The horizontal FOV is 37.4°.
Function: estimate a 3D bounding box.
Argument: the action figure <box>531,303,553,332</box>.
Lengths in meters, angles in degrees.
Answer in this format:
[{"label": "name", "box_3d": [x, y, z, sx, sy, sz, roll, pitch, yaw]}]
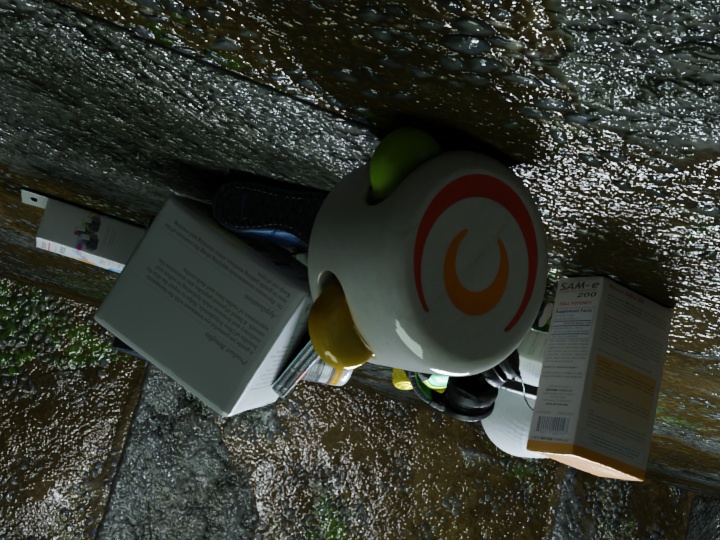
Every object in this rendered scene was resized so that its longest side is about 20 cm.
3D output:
[{"label": "action figure", "box_3d": [0.149, 0.038, 1.338, 0.118, 0.055, 0.200, 22, 174, -38]}]

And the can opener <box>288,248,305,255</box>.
[{"label": "can opener", "box_3d": [-0.041, 0.015, 1.476, 0.063, 0.079, 0.199, -7, 166, 44]}]

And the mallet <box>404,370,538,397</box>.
[{"label": "mallet", "box_3d": [0.156, 0.133, 1.387, 0.199, 0.041, 0.066, 12, -154, 1]}]

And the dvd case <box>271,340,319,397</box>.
[{"label": "dvd case", "box_3d": [-0.017, 0.053, 1.219, 0.022, 0.146, 0.200, 43, 134, 2]}]

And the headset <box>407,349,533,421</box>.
[{"label": "headset", "box_3d": [0.151, 0.135, 1.278, 0.199, 0.124, 0.094, 24, -153, -17]}]

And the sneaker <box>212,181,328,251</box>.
[{"label": "sneaker", "box_3d": [-0.062, -0.054, 1.169, 0.199, 0.066, 0.078, 14, 180, 10]}]

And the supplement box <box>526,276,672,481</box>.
[{"label": "supplement box", "box_3d": [0.269, 0.121, 1.189, 0.126, 0.201, 0.073, 24, 163, -33]}]

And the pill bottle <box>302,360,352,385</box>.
[{"label": "pill bottle", "box_3d": [-0.106, 0.087, 1.472, 0.199, 0.117, 0.116, 12, 170, -12]}]

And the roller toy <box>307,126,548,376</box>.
[{"label": "roller toy", "box_3d": [0.053, -0.005, 0.899, 0.182, 0.201, 0.139, 16, 172, -36]}]

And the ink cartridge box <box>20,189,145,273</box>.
[{"label": "ink cartridge box", "box_3d": [-0.439, -0.056, 1.658, 0.199, 0.068, 0.115, 19, 169, -14]}]

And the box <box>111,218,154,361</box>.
[{"label": "box", "box_3d": [-0.237, 0.052, 1.570, 0.123, 0.198, 0.200, 9, 168, 32]}]

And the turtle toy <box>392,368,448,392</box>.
[{"label": "turtle toy", "box_3d": [0.100, 0.099, 1.542, 0.199, 0.147, 0.101, 23, 147, -31]}]

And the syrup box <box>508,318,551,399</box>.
[{"label": "syrup box", "box_3d": [0.191, 0.101, 1.418, 0.199, 0.079, 0.082, 18, 139, 18]}]

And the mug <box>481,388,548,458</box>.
[{"label": "mug", "box_3d": [0.292, 0.186, 1.521, 0.199, 0.149, 0.175, -14, 175, -17]}]

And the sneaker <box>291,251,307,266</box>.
[{"label": "sneaker", "box_3d": [0.000, 0.000, 1.342, 0.199, 0.079, 0.077, 6, -170, 32]}]

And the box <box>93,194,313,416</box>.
[{"label": "box", "box_3d": [-0.158, 0.041, 1.249, 0.199, 0.172, 0.200, 34, -175, 11]}]
